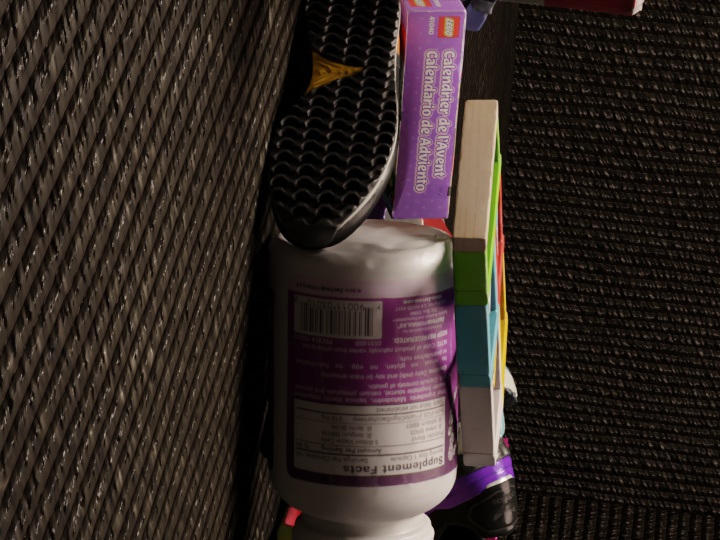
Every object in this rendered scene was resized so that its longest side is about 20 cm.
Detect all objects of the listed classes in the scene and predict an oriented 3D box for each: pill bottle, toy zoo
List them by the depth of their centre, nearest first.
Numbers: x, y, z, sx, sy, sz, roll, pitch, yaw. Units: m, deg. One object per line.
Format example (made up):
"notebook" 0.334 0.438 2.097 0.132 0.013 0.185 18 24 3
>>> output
"pill bottle" 0.002 0.077 1.545 0.112 0.112 0.201 -60 151 -76
"toy zoo" 0.071 0.019 1.552 0.131 0.020 0.200 -82 170 -50

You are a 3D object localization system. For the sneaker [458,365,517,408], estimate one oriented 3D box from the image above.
"sneaker" 0.056 0.034 1.691 0.200 0.077 0.087 57 34 -69

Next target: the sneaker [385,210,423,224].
"sneaker" 0.000 0.000 1.724 0.082 0.077 0.200 80 16 -49

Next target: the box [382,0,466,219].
"box" 0.024 -0.134 1.685 0.200 0.039 0.137 -111 -158 -62

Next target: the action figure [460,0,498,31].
"action figure" 0.061 -0.237 1.649 0.200 0.104 0.194 116 -31 -48

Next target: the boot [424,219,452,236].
"boot" 0.042 -0.071 2.075 0.200 0.072 0.145 -3 98 -81

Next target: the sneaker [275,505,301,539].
"sneaker" -0.027 0.199 1.697 0.200 0.078 0.090 -94 -175 -51

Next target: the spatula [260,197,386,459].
"spatula" -0.029 0.031 1.639 0.021 0.056 0.200 55 43 -42

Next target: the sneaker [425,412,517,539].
"sneaker" 0.036 0.156 1.783 0.200 0.069 0.100 -15 -85 56

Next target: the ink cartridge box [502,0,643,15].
"ink cartridge box" 0.054 -0.215 1.381 0.083 0.199 0.146 -44 140 -76

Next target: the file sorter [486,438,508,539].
"file sorter" 0.049 0.252 2.219 0.139 0.125 0.200 -76 172 -59

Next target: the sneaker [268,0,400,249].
"sneaker" -0.008 -0.077 1.550 0.090 0.070 0.200 84 11 -51
